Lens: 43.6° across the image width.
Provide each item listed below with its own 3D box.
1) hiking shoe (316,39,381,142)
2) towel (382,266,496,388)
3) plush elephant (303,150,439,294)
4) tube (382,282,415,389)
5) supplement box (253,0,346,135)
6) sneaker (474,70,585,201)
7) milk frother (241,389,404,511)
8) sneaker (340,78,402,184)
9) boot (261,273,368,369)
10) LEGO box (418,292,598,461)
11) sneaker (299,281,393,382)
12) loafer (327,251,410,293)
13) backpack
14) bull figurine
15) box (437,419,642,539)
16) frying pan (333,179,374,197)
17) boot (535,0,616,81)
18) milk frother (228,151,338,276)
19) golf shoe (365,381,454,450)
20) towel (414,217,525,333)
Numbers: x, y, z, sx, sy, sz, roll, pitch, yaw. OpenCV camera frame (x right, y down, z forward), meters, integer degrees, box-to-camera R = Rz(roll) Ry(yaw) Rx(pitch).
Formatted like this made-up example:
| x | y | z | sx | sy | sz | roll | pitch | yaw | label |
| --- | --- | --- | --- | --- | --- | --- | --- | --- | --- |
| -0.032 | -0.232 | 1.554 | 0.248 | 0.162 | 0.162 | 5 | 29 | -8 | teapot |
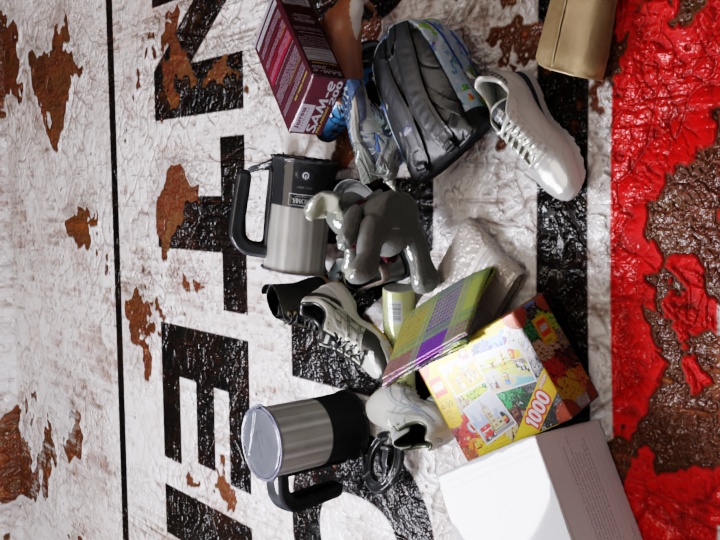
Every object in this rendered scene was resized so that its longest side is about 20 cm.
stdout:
| x | y | z | sx | sy | sz | roll | pitch | yaw | label |
| --- | --- | --- | --- | --- | --- | --- | --- | --- | --- |
| -0.015 | -0.269 | 1.436 | 0.201 | 0.073 | 0.088 | -52 | 51 | 39 | hiking shoe |
| 0.105 | 0.080 | 1.248 | 0.199 | 0.023 | 0.145 | -37 | 21 | 46 | towel |
| 0.006 | -0.060 | 1.319 | 0.153 | 0.162 | 0.205 | -11 | 82 | 51 | plush elephant |
| 0.060 | 0.124 | 1.408 | 0.058 | 0.051 | 0.205 | -89 | -2 | -76 | tube |
| -0.094 | -0.312 | 1.343 | 0.110 | 0.060 | 0.203 | -58 | 42 | 42 | supplement box |
| 0.214 | -0.172 | 1.159 | 0.077 | 0.079 | 0.203 | -49 | 58 | 39 | sneaker |
| -0.057 | 0.284 | 1.442 | 0.199 | 0.185 | 0.185 | -28 | 72 | 47 | milk frother |
| 0.021 | -0.216 | 1.341 | 0.201 | 0.083 | 0.078 | 73 | -177 | -58 | sneaker |
| -0.070 | 0.093 | 1.491 | 0.201 | 0.136 | 0.078 | 50 | 129 | 35 | boot |
| 0.191 | 0.145 | 1.193 | 0.199 | 0.076 | 0.151 | -37 | 80 | 45 | LEGO box |
| -0.024 | 0.108 | 1.410 | 0.200 | 0.086 | 0.077 | 48 | 141 | 31 | sneaker |
| 0.000 | 0.000 | 1.443 | 0.198 | 0.062 | 0.073 | -12 | 100 | 53 | loafer |
| 0.097 | -0.254 | 1.265 | 0.202 | 0.153 | 0.163 | 54 | 139 | 4 | backpack |
| -0.035 | -0.347 | 1.377 | 0.120 | 0.064 | 0.205 | -5 | 80 | 46 | bull figurine |
| 0.229 | 0.322 | 1.146 | 0.198 | 0.129 | 0.204 | -35 | 67 | 46 | box |
| 0.026 | -0.090 | 1.427 | 0.187 | 0.031 | 0.118 | 7 | 117 | 42 | frying pan |
| 0.247 | -0.354 | 1.113 | 0.174 | 0.065 | 0.205 | 30 | 118 | 46 | boot |
| -0.126 | -0.105 | 1.551 | 0.176 | 0.200 | 0.193 | 8 | 99 | 7 | milk frother |
| 0.064 | 0.224 | 1.349 | 0.198 | 0.097 | 0.080 | -5 | 112 | 48 | golf shoe |
| 0.150 | 0.040 | 1.295 | 0.133 | 0.034 | 0.203 | 50 | 129 | 35 | towel |
